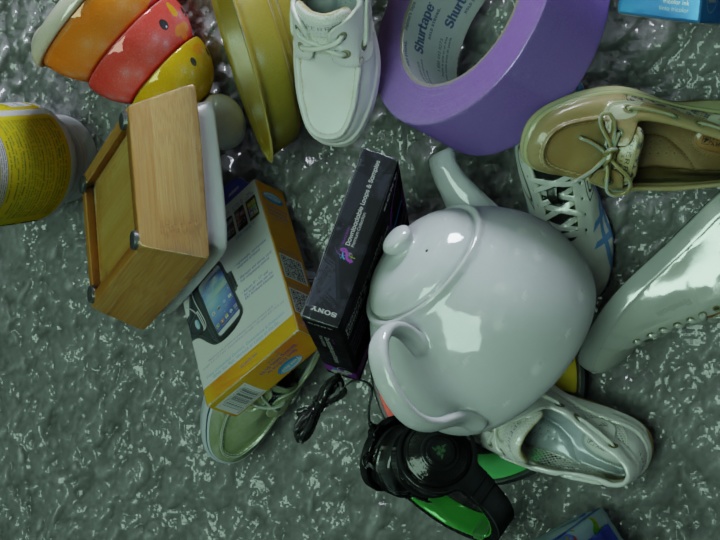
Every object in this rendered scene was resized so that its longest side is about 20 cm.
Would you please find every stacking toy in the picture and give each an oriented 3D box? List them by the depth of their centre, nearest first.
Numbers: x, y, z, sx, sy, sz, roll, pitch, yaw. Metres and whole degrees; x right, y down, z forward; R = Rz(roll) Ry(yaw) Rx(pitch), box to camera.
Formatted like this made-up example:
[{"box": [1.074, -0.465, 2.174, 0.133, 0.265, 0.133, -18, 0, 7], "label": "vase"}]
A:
[{"box": [-0.180, -0.184, 1.588, 0.200, 0.146, 0.146, 41, 115, -4], "label": "stacking toy"}]

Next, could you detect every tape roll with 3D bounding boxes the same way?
[{"box": [0.101, -0.194, 1.393, 0.200, 0.066, 0.200, -29, 49, 40], "label": "tape roll"}]

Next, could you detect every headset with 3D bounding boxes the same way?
[{"box": [0.036, 0.163, 1.456, 0.200, 0.094, 0.123, 46, 158, -16], "label": "headset"}]

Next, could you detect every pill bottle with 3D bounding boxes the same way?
[{"box": [-0.332, -0.096, 1.616, 0.112, 0.200, 0.113, 4, 98, 28], "label": "pill bottle"}]

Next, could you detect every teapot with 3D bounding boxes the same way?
[{"box": [0.073, 0.023, 1.369, 0.146, 0.200, 0.197, 41, 87, -23], "label": "teapot"}]

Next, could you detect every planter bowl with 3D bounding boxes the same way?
[{"box": [-0.068, -0.199, 1.504, 0.083, 0.200, 0.201, -17, 88, -6], "label": "planter bowl"}]

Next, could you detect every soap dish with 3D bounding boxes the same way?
[{"box": [-0.184, -0.052, 1.546, 0.200, 0.081, 0.158, 139, 128, -60], "label": "soap dish"}]

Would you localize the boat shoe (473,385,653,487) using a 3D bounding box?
[{"box": [0.135, 0.125, 1.436, 0.200, 0.069, 0.071, 16, 109, 19], "label": "boat shoe"}]

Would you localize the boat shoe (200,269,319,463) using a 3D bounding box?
[{"box": [-0.084, 0.093, 1.574, 0.200, 0.072, 0.062, -63, 27, 18], "label": "boat shoe"}]

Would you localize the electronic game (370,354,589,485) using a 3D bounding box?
[{"box": [0.098, 0.084, 1.503, 0.200, 0.042, 0.200, 4, 99, 27], "label": "electronic game"}]

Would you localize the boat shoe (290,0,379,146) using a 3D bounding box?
[{"box": [-0.026, -0.195, 1.378, 0.071, 0.069, 0.200, 5, 101, 17], "label": "boat shoe"}]

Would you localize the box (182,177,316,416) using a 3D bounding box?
[{"box": [-0.103, 0.015, 1.562, 0.119, 0.041, 0.200, -40, 45, 26], "label": "box"}]

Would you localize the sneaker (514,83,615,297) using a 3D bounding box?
[{"box": [0.159, -0.070, 1.434, 0.072, 0.072, 0.200, -8, 94, 27], "label": "sneaker"}]

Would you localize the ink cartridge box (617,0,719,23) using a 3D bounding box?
[{"box": [0.254, -0.288, 1.328, 0.067, 0.116, 0.200, 12, 103, 27], "label": "ink cartridge box"}]

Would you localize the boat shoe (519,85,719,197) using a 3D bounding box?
[{"box": [0.220, -0.095, 1.338, 0.200, 0.063, 0.073, -4, 121, -14], "label": "boat shoe"}]

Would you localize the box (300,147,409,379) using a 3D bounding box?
[{"box": [0.000, 0.000, 1.432, 0.036, 0.200, 0.143, 17, 78, 10], "label": "box"}]

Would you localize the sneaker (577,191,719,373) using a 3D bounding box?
[{"box": [0.256, 0.026, 1.394, 0.085, 0.073, 0.200, 49, 114, 16], "label": "sneaker"}]

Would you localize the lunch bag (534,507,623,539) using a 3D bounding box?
[{"box": [0.132, 0.266, 1.420, 0.161, 0.200, 0.083, -39, 79, 26], "label": "lunch bag"}]
